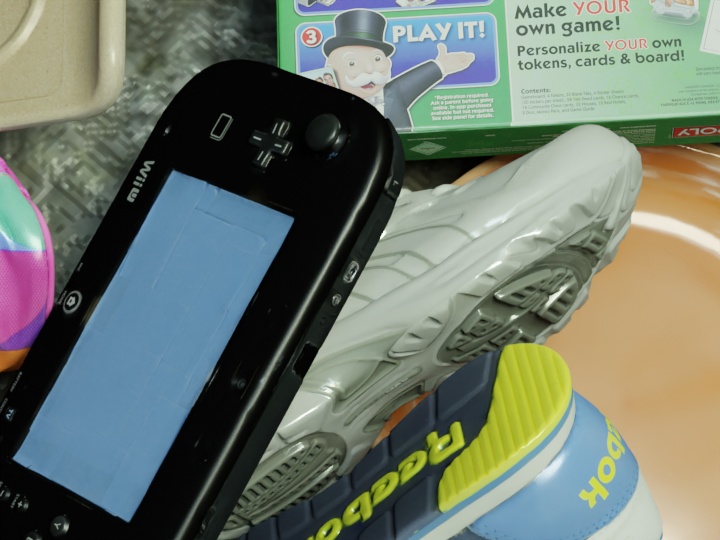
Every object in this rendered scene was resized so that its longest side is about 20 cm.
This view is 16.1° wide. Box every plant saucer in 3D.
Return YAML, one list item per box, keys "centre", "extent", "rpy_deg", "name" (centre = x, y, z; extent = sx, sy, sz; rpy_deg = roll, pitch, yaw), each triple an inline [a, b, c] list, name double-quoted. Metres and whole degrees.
- centre: [0.097, 0.046, 0.915]
  extent: [0.200, 0.037, 0.201]
  rpy_deg: [3, 69, -7]
  name: "plant saucer"

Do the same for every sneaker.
- centre: [0.012, 0.110, 0.829]
  extent: [0.082, 0.200, 0.074]
  rpy_deg: [40, 27, -28]
  name: "sneaker"
- centre: [0.000, 0.000, 0.861]
  extent: [0.200, 0.078, 0.099]
  rpy_deg: [-34, 63, 1]
  name: "sneaker"

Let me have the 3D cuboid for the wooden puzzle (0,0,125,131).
- centre: [-0.165, -0.125, 0.910]
  extent: [0.200, 0.046, 0.186]
  rpy_deg: [-9, 69, 21]
  name: "wooden puzzle"

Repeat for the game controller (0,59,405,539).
- centre: [-0.063, 0.026, 0.823]
  extent: [0.104, 0.042, 0.200]
  rpy_deg: [24, 81, 34]
  name: "game controller"

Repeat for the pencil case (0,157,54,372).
- centre: [-0.203, 0.002, 0.841]
  extent: [0.200, 0.088, 0.089]
  rpy_deg: [-5, 70, -28]
  name: "pencil case"

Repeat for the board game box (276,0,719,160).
- centre: [0.069, -0.109, 0.910]
  extent: [0.199, 0.029, 0.135]
  rpy_deg: [-3, 71, 3]
  name: "board game box"
